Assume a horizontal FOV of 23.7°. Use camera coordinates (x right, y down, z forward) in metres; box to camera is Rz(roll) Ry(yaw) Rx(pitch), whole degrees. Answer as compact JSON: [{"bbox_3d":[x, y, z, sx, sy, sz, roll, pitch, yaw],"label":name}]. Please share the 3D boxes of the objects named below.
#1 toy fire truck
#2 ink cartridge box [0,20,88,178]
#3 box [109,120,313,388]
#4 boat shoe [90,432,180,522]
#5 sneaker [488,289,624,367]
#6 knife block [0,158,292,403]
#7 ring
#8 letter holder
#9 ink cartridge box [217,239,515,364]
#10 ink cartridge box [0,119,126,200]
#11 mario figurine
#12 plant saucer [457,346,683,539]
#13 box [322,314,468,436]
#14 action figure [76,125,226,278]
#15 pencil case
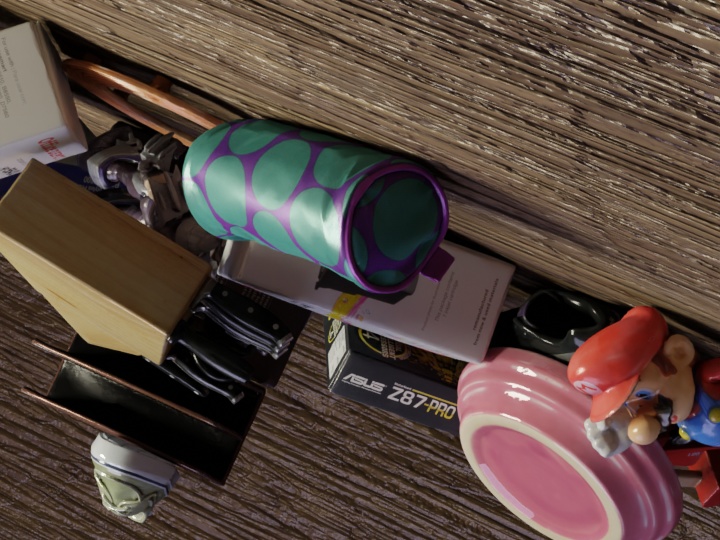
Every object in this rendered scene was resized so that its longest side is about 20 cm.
[{"bbox_3d":[0.247,0.148,1.420,0.199,0.049,0.141,-3,146,-15],"label":"toy fire truck"},{"bbox_3d":[-0.310,-0.103,1.257,0.199,0.085,0.146,-18,178,-3],"label":"ink cartridge box"},{"bbox_3d":[-0.152,-0.012,1.600,0.164,0.166,0.200,22,173,30],"label":"box"},{"bbox_3d":[-0.205,0.194,1.557,0.072,0.062,0.200,23,169,11],"label":"boat shoe"},{"bbox_3d":[0.146,0.041,1.310,0.088,0.076,0.200,43,163,-26],"label":"sneaker"},{"bbox_3d":[-0.150,0.013,1.237,0.175,0.064,0.200,8,146,40],"label":"knife block"},{"bbox_3d":[-0.129,-0.114,1.277,0.200,0.019,0.200,26,175,3],"label":"ring"},{"bbox_3d":[-0.209,0.105,1.572,0.199,0.101,0.142,23,172,16],"label":"letter holder"},{"bbox_3d":[0.000,0.000,1.333,0.199,0.086,0.148,19,178,-11],"label":"ink cartridge box"},{"bbox_3d":[-0.293,-0.105,1.457,0.200,0.043,0.196,44,-159,30],"label":"ink cartridge box"},{"bbox_3d":[0.230,0.105,1.176,0.199,0.124,0.106,22,-158,-15],"label":"mario figurine"},{"bbox_3d":[0.150,0.147,1.316,0.200,0.051,0.201,33,153,20],"label":"plant saucer"},{"bbox_3d":[0.047,0.061,1.477,0.161,0.049,0.200,23,-156,-14],"label":"box"},{"bbox_3d":[-0.160,-0.051,1.351,0.069,0.131,0.200,-20,-151,-29],"label":"action figure"},{"bbox_3d":[-0.031,-0.044,1.113,0.200,0.085,0.092,20,157,52],"label":"pencil case"}]
